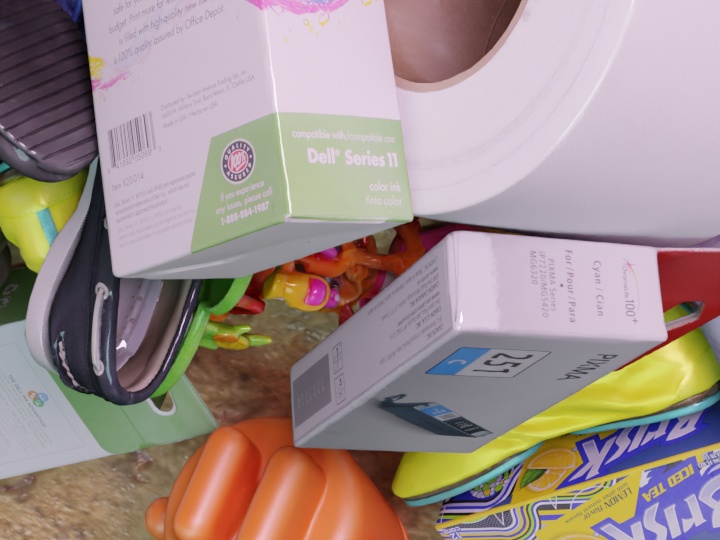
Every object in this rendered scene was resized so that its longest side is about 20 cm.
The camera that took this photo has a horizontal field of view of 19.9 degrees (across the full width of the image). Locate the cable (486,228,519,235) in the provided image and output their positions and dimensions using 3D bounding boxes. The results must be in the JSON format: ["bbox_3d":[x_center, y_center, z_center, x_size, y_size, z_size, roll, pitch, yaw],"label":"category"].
[{"bbox_3d":[0.038,-0.092,0.935,0.050,0.097,0.200,-14,129,42],"label":"cable"}]

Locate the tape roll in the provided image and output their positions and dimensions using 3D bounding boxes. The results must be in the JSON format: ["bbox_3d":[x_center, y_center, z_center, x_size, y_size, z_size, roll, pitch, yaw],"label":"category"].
[{"bbox_3d":[0.078,-0.114,0.817,0.139,0.204,0.202,8,145,-42],"label":"tape roll"}]

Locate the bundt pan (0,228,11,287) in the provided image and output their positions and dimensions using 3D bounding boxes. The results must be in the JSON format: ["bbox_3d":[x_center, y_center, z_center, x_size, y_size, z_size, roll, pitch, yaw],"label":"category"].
[{"bbox_3d":[-0.267,-0.039,1.087,0.200,0.076,0.203,13,124,19],"label":"bundt pan"}]

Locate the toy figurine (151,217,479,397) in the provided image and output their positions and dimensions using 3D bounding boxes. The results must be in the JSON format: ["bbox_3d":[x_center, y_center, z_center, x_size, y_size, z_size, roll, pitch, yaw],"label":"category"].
[{"bbox_3d":[0.000,0.000,0.999,0.183,0.151,0.200,12,169,-21],"label":"toy figurine"}]

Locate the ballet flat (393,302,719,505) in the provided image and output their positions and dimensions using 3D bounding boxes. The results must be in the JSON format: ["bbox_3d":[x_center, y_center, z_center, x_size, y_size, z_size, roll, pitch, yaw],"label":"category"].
[{"bbox_3d":[0.094,0.062,1.074,0.199,0.067,0.067,-22,103,27],"label":"ballet flat"}]

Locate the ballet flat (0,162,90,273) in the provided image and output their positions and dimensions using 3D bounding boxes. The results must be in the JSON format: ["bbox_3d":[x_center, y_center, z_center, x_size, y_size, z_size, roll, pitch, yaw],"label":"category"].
[{"bbox_3d":[-0.141,-0.022,1.002,0.066,0.200,0.067,-24,91,0],"label":"ballet flat"}]

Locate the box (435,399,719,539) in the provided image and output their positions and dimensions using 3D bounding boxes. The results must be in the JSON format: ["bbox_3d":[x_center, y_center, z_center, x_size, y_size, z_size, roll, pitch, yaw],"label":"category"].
[{"bbox_3d":[0.144,0.115,1.104,0.199,0.064,0.070,-21,120,30],"label":"box"}]

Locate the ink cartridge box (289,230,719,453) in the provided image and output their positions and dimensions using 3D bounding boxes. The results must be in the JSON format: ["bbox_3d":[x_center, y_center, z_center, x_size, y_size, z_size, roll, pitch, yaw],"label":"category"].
[{"bbox_3d":[0.082,0.036,0.894,0.175,0.045,0.200,2,162,-20],"label":"ink cartridge box"}]

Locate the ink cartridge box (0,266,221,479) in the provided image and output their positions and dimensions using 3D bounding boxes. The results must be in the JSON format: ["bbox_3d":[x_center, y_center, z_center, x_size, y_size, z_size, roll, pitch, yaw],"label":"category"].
[{"bbox_3d":[-0.177,0.054,1.160,0.199,0.059,0.104,-13,123,27],"label":"ink cartridge box"}]

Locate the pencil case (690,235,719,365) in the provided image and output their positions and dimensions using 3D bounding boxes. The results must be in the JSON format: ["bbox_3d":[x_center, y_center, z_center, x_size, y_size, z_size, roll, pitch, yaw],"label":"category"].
[{"bbox_3d":[0.222,0.055,0.989,0.083,0.091,0.201,-21,107,24],"label":"pencil case"}]

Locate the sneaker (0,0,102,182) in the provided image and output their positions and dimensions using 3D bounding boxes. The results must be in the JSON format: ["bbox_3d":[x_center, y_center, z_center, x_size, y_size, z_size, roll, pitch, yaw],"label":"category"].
[{"bbox_3d":[-0.185,-0.095,0.858,0.200,0.074,0.089,45,129,17],"label":"sneaker"}]

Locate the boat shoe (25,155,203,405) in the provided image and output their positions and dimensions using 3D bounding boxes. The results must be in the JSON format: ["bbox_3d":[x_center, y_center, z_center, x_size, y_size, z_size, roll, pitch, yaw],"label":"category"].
[{"bbox_3d":[-0.084,-0.040,0.894,0.060,0.075,0.201,23,102,42],"label":"boat shoe"}]

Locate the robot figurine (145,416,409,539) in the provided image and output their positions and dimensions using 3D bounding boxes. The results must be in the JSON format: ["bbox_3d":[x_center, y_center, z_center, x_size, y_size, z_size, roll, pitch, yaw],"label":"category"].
[{"bbox_3d":[-0.038,0.153,1.139,0.143,0.117,0.200,-21,150,7],"label":"robot figurine"}]

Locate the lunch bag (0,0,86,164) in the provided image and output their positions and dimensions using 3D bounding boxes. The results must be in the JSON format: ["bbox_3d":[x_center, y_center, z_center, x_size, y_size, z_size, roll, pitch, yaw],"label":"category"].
[{"bbox_3d":[-0.158,-0.147,0.942,0.136,0.132,0.200,46,128,3],"label":"lunch bag"}]

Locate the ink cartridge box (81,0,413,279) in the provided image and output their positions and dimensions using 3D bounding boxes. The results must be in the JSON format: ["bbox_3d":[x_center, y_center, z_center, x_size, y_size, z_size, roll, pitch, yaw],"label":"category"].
[{"bbox_3d":[-0.051,-0.105,0.798,0.067,0.202,0.117,0,169,-41],"label":"ink cartridge box"}]
